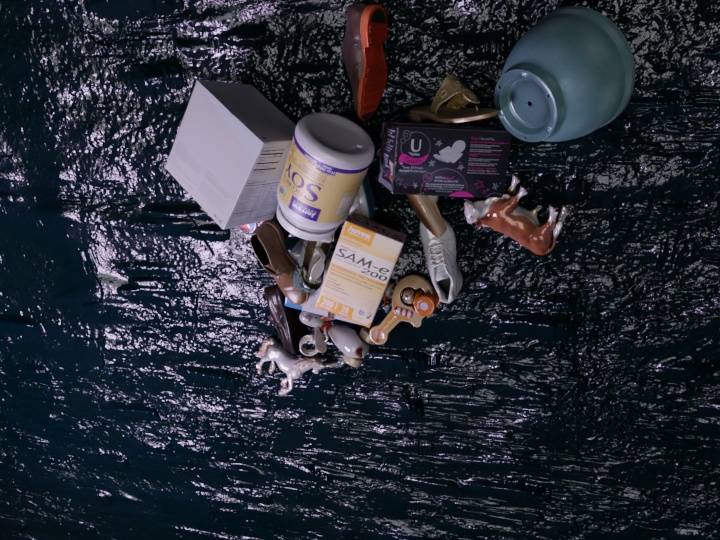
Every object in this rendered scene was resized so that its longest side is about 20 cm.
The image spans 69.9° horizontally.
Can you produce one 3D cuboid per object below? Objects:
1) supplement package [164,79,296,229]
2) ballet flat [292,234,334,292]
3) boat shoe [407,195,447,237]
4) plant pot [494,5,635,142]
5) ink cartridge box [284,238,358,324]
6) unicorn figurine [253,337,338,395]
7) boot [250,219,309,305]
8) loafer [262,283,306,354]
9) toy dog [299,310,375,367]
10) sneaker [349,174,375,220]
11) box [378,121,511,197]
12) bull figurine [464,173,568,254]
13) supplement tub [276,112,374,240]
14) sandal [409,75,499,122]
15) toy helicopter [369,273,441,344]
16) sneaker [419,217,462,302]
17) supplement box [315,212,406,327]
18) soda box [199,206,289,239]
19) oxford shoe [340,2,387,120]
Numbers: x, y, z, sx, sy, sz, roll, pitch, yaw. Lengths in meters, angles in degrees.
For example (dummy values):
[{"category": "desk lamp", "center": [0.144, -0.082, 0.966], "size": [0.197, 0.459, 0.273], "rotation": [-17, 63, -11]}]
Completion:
[{"category": "supplement package", "center": [-0.237, -0.224, 0.999], "size": [0.191, 0.147, 0.200], "rotation": [44, 122, 15]}, {"category": "ballet flat", "center": [-0.084, -0.049, 1.066], "size": [0.074, 0.074, 0.201], "rotation": [14, 96, 6]}, {"category": "boat shoe", "center": [0.126, -0.162, 1.013], "size": [0.069, 0.074, 0.200], "rotation": [-32, 102, -6]}, {"category": "plant pot", "center": [0.299, -0.285, 0.812], "size": [0.200, 0.134, 0.201], "rotation": [44, 158, 23]}, {"category": "ink cartridge box", "center": [-0.061, 0.026, 1.168], "size": [0.199, 0.084, 0.145], "rotation": [14, 120, 7]}, {"category": "unicorn figurine", "center": [-0.182, 0.247, 1.329], "size": [0.200, 0.074, 0.138], "rotation": [34, 111, 0]}, {"category": "boot", "center": [-0.176, -0.002, 1.094], "size": [0.073, 0.075, 0.200], "rotation": [-16, 110, 25]}, {"category": "loafer", "center": [-0.187, 0.114, 1.267], "size": [0.071, 0.073, 0.201], "rotation": [4, 119, 27]}, {"category": "toy dog", "center": [-0.055, 0.161, 1.223], "size": [0.199, 0.096, 0.132], "rotation": [10, 97, 0]}, {"category": "sneaker", "center": [-0.028, -0.191, 1.042], "size": [0.080, 0.077, 0.201], "rotation": [-3, 117, 17]}, {"category": "box", "center": [0.142, -0.199, 0.908], "size": [0.199, 0.132, 0.115], "rotation": [1, 109, -10]}, {"category": "bull figurine", "center": [0.304, -0.109, 1.010], "size": [0.200, 0.065, 0.122], "rotation": [29, 125, -4]}, {"category": "supplement tub", "center": [-0.072, -0.168, 0.947], "size": [0.145, 0.146, 0.200], "rotation": [26, 131, -1]}, {"category": "sandal", "center": [0.147, -0.295, 0.881], "size": [0.077, 0.212, 0.070], "rotation": [-22, 113, -22]}, {"category": "toy helicopter", "center": [0.081, 0.088, 1.171], "size": [0.132, 0.079, 0.200], "rotation": [43, 114, 8]}, {"category": "sneaker", "center": [0.172, -0.024, 1.085], "size": [0.070, 0.080, 0.201], "rotation": [-13, 111, 22]}, {"category": "supplement box", "center": [0.000, 0.000, 1.053], "size": [0.126, 0.074, 0.201], "rotation": [21, 112, 2]}, {"category": "soda box", "center": [-0.244, -0.133, 1.131], "size": [0.199, 0.071, 0.063], "rotation": [24, 123, 0]}, {"category": "oxford shoe", "center": [0.003, -0.379, 0.944], "size": [0.072, 0.071, 0.201], "rotation": [29, 130, 31]}]
